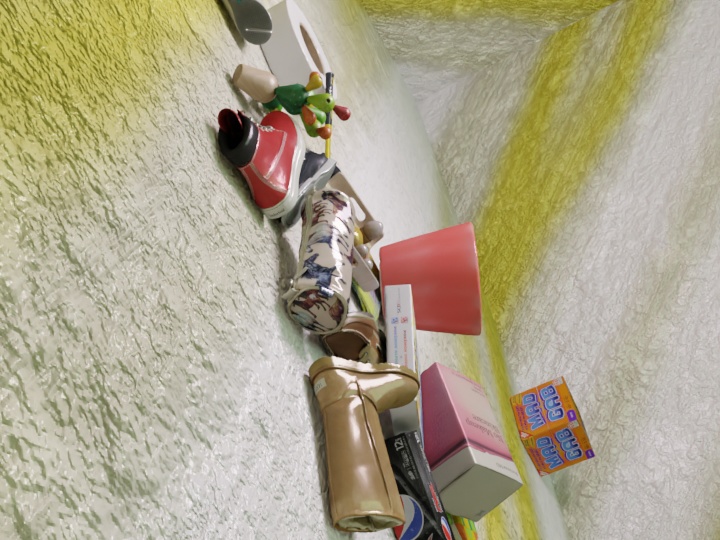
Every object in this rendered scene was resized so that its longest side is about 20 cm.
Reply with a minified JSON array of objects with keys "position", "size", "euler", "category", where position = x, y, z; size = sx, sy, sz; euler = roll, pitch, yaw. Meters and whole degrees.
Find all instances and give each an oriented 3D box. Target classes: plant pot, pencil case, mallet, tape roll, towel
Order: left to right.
[{"position":[-0.117,-0.395,1.561],"size":[0.204,0.070,0.205],"euler":[-90,154,-61],"category":"tape roll"},{"position":[-0.050,-0.020,1.107],"size":[0.089,0.077,0.203],"euler":[45,33,-35],"category":"pencil case"},{"position":[-0.060,-0.251,1.482],"size":[0.066,0.040,0.206],"euler":[-2,91,-71],"category":"mallet"},{"position":[0.000,0.000,1.476],"size":[0.201,0.022,0.146],"euler":[-83,149,-64],"category":"towel"},{"position":[0.125,0.022,1.525],"size":[0.200,0.173,0.206],"euler":[-5,90,-84],"category":"plant pot"}]

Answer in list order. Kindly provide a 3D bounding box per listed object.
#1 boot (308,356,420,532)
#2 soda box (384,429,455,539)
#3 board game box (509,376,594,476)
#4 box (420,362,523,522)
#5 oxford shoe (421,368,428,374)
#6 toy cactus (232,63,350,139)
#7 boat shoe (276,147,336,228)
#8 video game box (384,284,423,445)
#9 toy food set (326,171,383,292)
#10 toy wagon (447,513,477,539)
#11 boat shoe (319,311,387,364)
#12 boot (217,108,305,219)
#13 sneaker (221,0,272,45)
[{"position":[0.020,0.212,1.012],"size":[0.172,0.066,0.203],"euler":[10,47,-31],"category":"boot"},{"position":[0.076,0.325,1.138],"size":[0.204,0.062,0.071],"euler":[70,14,13],"category":"soda box"},{"position":[0.645,0.525,2.832],"size":[0.202,0.196,0.202],"euler":[58,15,-32],"category":"board game box"},{"position":[0.150,0.268,1.323],"size":[0.127,0.109,0.202],"euler":[29,28,-37],"category":"box"},{"position":[0.150,0.279,1.546],"size":[0.085,0.071,0.204],"euler":[77,-1,-62],"category":"oxford shoe"},{"position":[-0.111,-0.267,1.258],"size":[0.163,0.104,0.199],"euler":[21,8,-34],"category":"toy cactus"},{"position":[-0.093,-0.124,1.222],"size":[0.059,0.077,0.200],"euler":[28,25,3],"category":"boat shoe"},{"position":[0.065,0.152,1.244],"size":[0.202,0.046,0.186],"euler":[78,7,-57],"category":"video game box"},{"position":[-0.008,-0.069,1.392],"size":[0.145,0.060,0.201],"euler":[55,17,-19],"category":"toy food set"},{"position":[0.142,0.366,1.389],"size":[0.155,0.039,0.204],"euler":[48,23,-56],"category":"toy wagon"},{"position":[0.000,0.111,1.170],"size":[0.200,0.074,0.075],"euler":[40,35,-64],"category":"boat shoe"},{"position":[-0.138,-0.186,1.128],"size":[0.145,0.071,0.203],"euler":[55,21,-38],"category":"boot"},{"position":[-0.207,-0.457,1.338],"size":[0.203,0.069,0.080],"euler":[65,-3,-23],"category":"sneaker"}]
